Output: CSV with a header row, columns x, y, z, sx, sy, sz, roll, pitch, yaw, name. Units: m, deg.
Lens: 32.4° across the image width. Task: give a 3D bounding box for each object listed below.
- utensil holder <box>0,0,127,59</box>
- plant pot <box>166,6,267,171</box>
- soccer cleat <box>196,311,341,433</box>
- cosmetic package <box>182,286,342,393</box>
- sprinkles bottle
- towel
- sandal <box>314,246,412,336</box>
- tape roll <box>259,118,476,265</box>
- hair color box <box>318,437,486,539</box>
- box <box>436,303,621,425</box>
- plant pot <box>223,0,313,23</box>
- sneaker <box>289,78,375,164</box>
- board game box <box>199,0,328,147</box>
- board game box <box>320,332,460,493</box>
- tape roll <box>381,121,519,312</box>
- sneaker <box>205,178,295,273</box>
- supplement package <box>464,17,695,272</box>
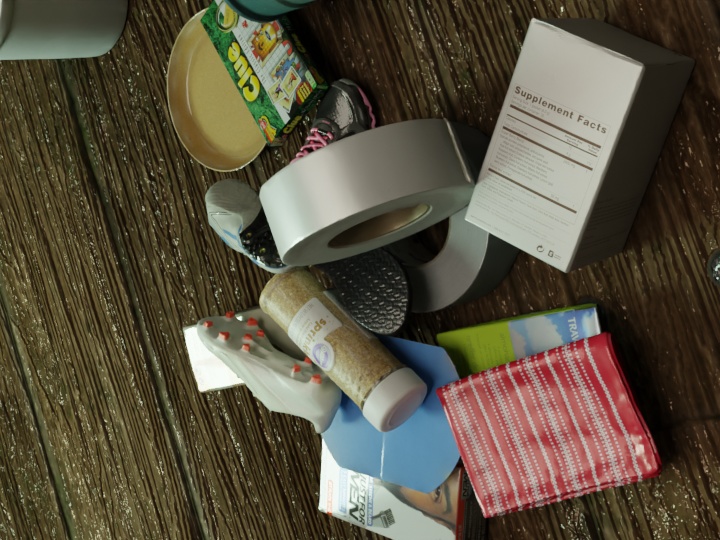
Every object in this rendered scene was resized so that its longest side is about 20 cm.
x,y,z,sx,sy,sz,roll,pitch,yaw,name
-0.429,-0.356,1.613,0.170,0.200,0.170,8,102,41,utensil holder
-0.162,-0.222,1.516,0.200,0.027,0.200,9,104,41,plant pot
-0.107,0.112,1.365,0.200,0.069,0.078,26,121,29,soccer cleat
-0.103,0.082,1.464,0.200,0.103,0.087,-15,90,43,cosmetic package
-0.020,0.079,1.293,0.200,0.068,0.068,44,123,25,sprinkles bottle
0.180,0.153,1.197,0.200,0.022,0.145,-22,86,30,towel
0.000,0.000,1.311,0.075,0.045,0.200,-51,47,7,sandal
0.008,-0.073,1.185,0.202,0.202,0.071,-29,76,41,tape roll
0.046,0.238,1.383,0.200,0.064,0.111,11,103,39,hair color box
0.177,0.105,1.254,0.200,0.048,0.122,-14,89,42,box
-0.037,-0.368,1.281,0.196,0.200,0.200,0,97,34,plant pot
-0.045,-0.116,1.385,0.079,0.095,0.200,27,114,38,sneaker
-0.114,-0.251,1.424,0.105,0.023,0.200,-49,60,37,board game box
0.039,0.145,1.326,0.200,0.039,0.158,10,102,37,board game box
0.073,-0.058,1.308,0.200,0.066,0.201,8,102,40,tape roll
-0.111,-0.041,1.361,0.200,0.072,0.073,41,161,54,sneaker
0.201,-0.120,1.142,0.120,0.121,0.200,30,116,29,supplement package
